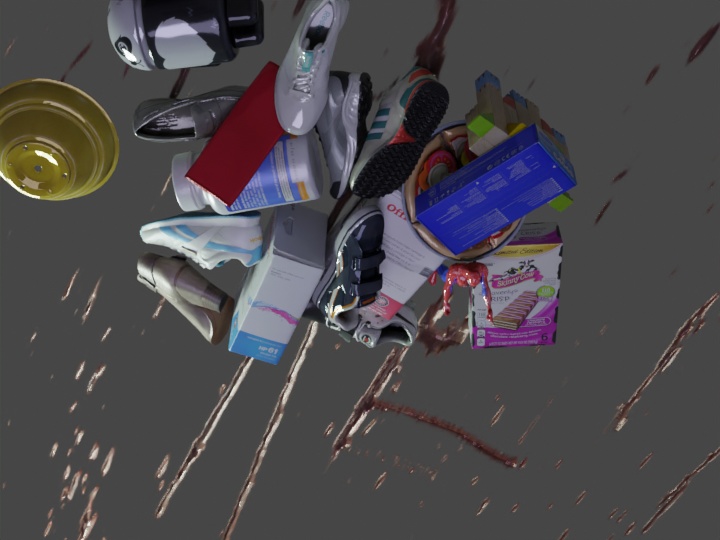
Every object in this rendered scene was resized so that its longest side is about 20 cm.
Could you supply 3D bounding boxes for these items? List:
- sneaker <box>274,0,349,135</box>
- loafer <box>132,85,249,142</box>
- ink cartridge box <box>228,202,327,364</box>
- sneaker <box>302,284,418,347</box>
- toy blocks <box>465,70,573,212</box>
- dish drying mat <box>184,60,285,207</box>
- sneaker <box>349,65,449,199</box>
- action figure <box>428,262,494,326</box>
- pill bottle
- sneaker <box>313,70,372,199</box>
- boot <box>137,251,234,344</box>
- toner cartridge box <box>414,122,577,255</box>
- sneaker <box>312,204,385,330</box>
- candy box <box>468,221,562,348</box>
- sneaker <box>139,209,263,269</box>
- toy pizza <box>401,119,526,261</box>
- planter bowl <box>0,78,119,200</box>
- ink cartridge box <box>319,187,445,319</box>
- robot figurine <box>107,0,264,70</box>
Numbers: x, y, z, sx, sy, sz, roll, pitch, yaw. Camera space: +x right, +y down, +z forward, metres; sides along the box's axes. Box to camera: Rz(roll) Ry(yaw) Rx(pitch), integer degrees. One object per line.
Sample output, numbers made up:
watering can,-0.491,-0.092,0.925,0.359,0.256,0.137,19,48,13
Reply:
sneaker,-0.069,-0.272,1.551,0.075,0.089,0.201,15,106,-3
loafer,-0.218,-0.211,1.646,0.199,0.070,0.070,-8,123,6
ink cartridge box,-0.122,0.016,1.768,0.084,0.145,0.201,18,126,-13
sneaker,-0.003,0.074,1.829,0.199,0.089,0.074,7,130,-14
toy blocks,0.215,-0.187,1.624,0.199,0.137,0.100,31,126,-26
dish drying mat,-0.151,-0.186,1.610,0.077,0.018,0.201,34,81,1
sneaker,0.047,-0.193,1.639,0.070,0.094,0.200,20,117,-28
action figure,0.147,0.033,1.731,0.065,0.200,0.100,-3,88,-7
pill bottle,-0.160,-0.140,1.673,0.199,0.112,0.113,-8,126,7
sneaker,-0.030,-0.193,1.666,0.079,0.074,0.201,13,126,12
boot,-0.273,0.037,1.833,0.146,0.070,0.200,26,154,7
toner cartridge box,0.177,-0.105,1.577,0.199,0.043,0.095,-30,128,26
sneaker,0.000,0.000,1.681,0.078,0.079,0.201,-19,146,-39
candy box,0.236,0.025,1.820,0.135,0.061,0.201,-3,126,1
sneaker,-0.236,-0.044,1.737,0.199,0.076,0.081,0,103,25
toy pizza,0.154,-0.111,1.675,0.199,0.032,0.202,-3,98,-18
planter bowl,-0.448,-0.164,1.678,0.199,0.084,0.201,0,126,0
ink cartridge box,0.044,-0.045,1.759,0.145,0.085,0.200,30,124,-20
robot figurine,-0.226,-0.322,1.528,0.199,0.125,0.151,-5,114,5
